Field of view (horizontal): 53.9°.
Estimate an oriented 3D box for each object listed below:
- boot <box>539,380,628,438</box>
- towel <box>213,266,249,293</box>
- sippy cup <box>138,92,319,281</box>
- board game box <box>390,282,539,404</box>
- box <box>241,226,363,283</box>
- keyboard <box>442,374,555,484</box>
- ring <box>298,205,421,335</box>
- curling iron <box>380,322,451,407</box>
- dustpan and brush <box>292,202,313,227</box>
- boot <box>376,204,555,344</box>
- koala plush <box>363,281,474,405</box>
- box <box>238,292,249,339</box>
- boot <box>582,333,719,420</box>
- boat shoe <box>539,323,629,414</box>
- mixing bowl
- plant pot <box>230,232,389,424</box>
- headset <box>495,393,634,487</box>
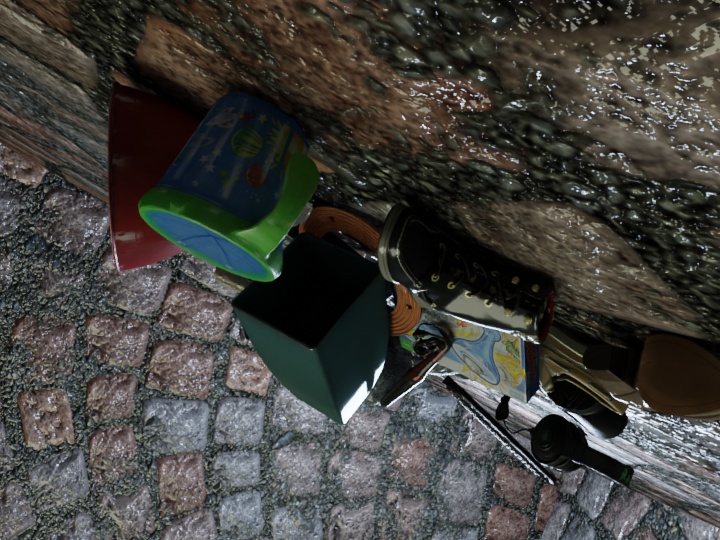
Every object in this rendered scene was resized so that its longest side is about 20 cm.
[{"bbox_3d":[0.318,0.176,0.978,0.166,0.078,0.200,34,176,-20],"label":"boot"},{"bbox_3d":[-0.139,0.001,1.198,0.196,0.135,0.035,27,156,6],"label":"towel"},{"bbox_3d":[-0.111,-0.080,0.638,0.174,0.133,0.140,20,165,14],"label":"sippy cup"},{"bbox_3d":[0.126,0.067,0.872,0.197,0.034,0.138,20,134,39],"label":"board game box"},{"bbox_3d":[-0.099,-0.010,1.052,0.156,0.052,0.199,36,149,-17],"label":"box"},{"bbox_3d":[0.190,0.223,1.014,0.200,0.021,0.127,45,180,-9],"label":"keyboard"},{"bbox_3d":[0.000,0.000,0.901,0.198,0.019,0.203,31,145,23],"label":"ring"},{"bbox_3d":[0.067,0.131,0.937,0.049,0.026,0.202,36,141,8],"label":"curling iron"},{"bbox_3d":[-0.148,-0.093,0.920,0.138,0.058,0.199,34,173,-15],"label":"dustpan and brush"},{"bbox_3d":[0.109,0.006,0.701,0.150,0.075,0.203,18,167,27],"label":"boot"},{"bbox_3d":[0.094,0.109,1.054,0.194,0.188,0.180,-2,141,11],"label":"koala plush"},{"bbox_3d":[-0.118,0.060,1.279,0.194,0.082,0.141,-7,-173,-13],"label":"box"},{"bbox_3d":[0.325,0.118,0.709,0.144,0.072,0.199,25,175,-28],"label":"boot"},{"bbox_3d":[0.237,0.111,0.862,0.196,0.078,0.072,23,172,31],"label":"boat shoe"},{"bbox_3d":[-0.214,-0.099,0.780,0.105,0.207,0.200,1,178,-14],"label":"mixing bowl"},{"bbox_3d":[-0.047,0.091,0.908,0.139,0.142,0.203,22,143,32],"label":"plant pot"},{"bbox_3d":[0.272,0.220,0.952,0.196,0.096,0.123,20,171,33],"label":"headset"}]
